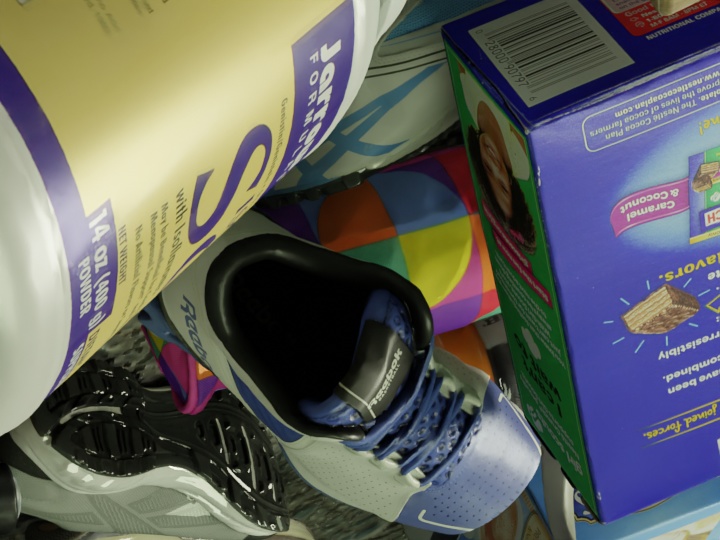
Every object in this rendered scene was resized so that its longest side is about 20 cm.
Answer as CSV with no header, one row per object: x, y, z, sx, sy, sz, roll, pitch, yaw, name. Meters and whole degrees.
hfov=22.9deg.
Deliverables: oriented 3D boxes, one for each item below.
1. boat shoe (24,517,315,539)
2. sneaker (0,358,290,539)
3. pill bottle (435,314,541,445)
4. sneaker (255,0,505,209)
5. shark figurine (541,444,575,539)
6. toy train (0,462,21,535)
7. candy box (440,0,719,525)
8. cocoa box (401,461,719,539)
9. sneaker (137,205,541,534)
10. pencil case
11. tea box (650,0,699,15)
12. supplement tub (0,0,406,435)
-0.100,0.168,0.955,0.074,0.073,0.200,-8,169,40,boat shoe
-0.108,0.095,0.866,0.079,0.074,0.200,-31,147,27,sneaker
0.116,0.031,0.903,0.200,0.106,0.106,-14,150,-24,pill bottle
0.019,-0.084,0.685,0.200,0.073,0.072,-32,180,34,sneaker
0.129,0.043,0.804,0.215,0.128,0.089,-53,-169,-22,shark figurine
-0.237,0.134,0.739,0.200,0.114,0.085,-7,-176,-26,toy train
0.134,-0.022,0.644,0.169,0.077,0.200,-22,130,-7,candy box
0.124,0.143,1.073,0.133,0.131,0.200,-16,150,-21,cocoa box
-0.002,0.046,0.676,0.199,0.115,0.081,40,84,-27,sneaker
0.000,0.000,0.779,0.200,0.088,0.088,-13,149,-22,pencil case
0.141,-0.209,0.490,0.200,0.134,0.197,-25,153,-4,tea box
-0.084,-0.062,0.462,0.200,0.145,0.145,-46,170,-43,supplement tub
